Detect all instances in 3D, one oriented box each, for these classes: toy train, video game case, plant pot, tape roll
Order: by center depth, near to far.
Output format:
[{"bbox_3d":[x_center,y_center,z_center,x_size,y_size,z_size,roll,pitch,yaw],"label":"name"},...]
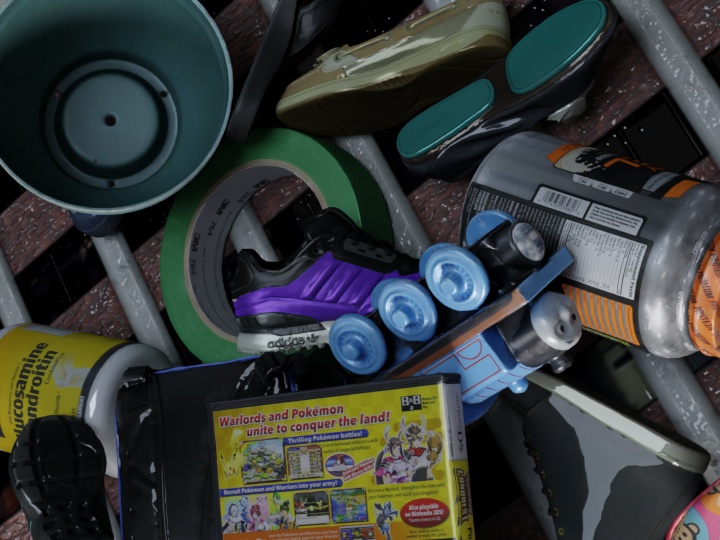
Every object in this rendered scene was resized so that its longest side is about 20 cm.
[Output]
[{"bbox_3d":[-0.013,0.169,1.191,0.200,0.025,0.181,-10,82,33],"label":"video game case"},{"bbox_3d":[0.066,0.042,1.193,0.114,0.087,0.200,52,132,-3],"label":"toy train"},{"bbox_3d":[-0.069,-0.012,1.415,0.200,0.048,0.201,-6,79,32],"label":"tape roll"},{"bbox_3d":[-0.205,-0.133,1.432,0.200,0.134,0.200,1,81,-6],"label":"plant pot"}]

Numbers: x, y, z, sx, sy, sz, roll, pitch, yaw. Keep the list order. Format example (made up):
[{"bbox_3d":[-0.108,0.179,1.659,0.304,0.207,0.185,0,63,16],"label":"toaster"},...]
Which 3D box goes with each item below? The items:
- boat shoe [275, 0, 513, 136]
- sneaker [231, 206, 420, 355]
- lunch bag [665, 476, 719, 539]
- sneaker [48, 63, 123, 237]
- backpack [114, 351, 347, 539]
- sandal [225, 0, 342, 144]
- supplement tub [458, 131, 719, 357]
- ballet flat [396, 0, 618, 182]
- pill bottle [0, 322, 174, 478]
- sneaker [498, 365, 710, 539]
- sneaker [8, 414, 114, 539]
[{"bbox_3d":[0.024,-0.159,1.366,0.201,0.073,0.063,-19,60,30],"label":"boat shoe"},{"bbox_3d":[0.000,0.000,1.304,0.200,0.070,0.100,-9,95,1],"label":"sneaker"},{"bbox_3d":[0.311,0.172,1.114,0.200,0.082,0.176,-48,61,18],"label":"lunch bag"},{"bbox_3d":[-0.249,-0.129,1.531,0.070,0.082,0.200,-13,76,31],"label":"sneaker"},{"bbox_3d":[-0.084,0.174,1.335,0.183,0.147,0.200,-9,75,35],"label":"backpack"},{"bbox_3d":[-0.051,-0.187,1.414,0.048,0.075,0.201,23,76,-4],"label":"sandal"},{"bbox_3d":[0.177,-0.015,1.208,0.200,0.123,0.123,21,94,33],"label":"supplement tub"},{"bbox_3d":[0.119,-0.125,1.299,0.200,0.073,0.073,-34,66,26],"label":"ballet flat"},{"bbox_3d":[-0.256,0.104,1.482,0.200,0.112,0.112,7,87,34],"label":"pill bottle"},{"bbox_3d":[0.135,0.130,1.240,0.200,0.075,0.106,28,95,32],"label":"sneaker"},{"bbox_3d":[-0.223,0.197,1.336,0.079,0.075,0.200,103,155,-44],"label":"sneaker"}]
